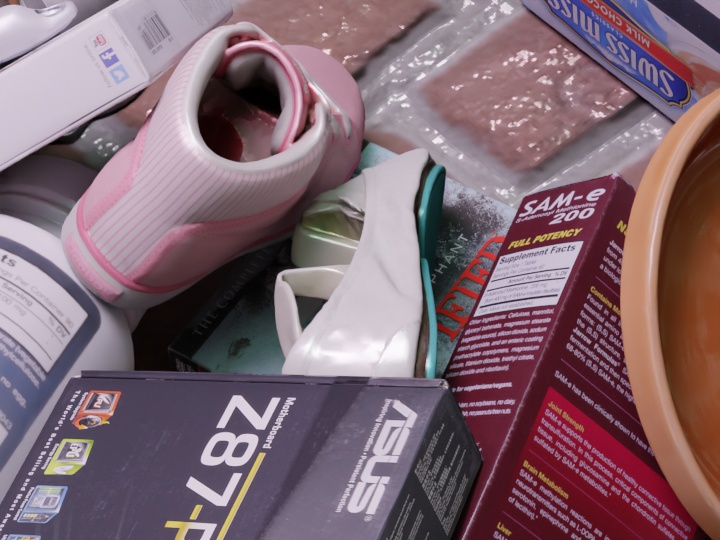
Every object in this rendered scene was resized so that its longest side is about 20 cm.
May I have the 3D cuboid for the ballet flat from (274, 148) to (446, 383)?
[{"bbox_3d":[0.000,0.000,0.846,0.069,0.070,0.200,-1,26,4],"label":"ballet flat"}]

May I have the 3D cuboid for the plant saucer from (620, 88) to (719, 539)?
[{"bbox_3d":[0.173,0.022,0.827,0.032,0.200,0.200,-10,38,52],"label":"plant saucer"}]

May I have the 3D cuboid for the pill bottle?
[{"bbox_3d":[-0.160,0.047,0.854,0.119,0.120,0.200,13,41,15],"label":"pill bottle"}]

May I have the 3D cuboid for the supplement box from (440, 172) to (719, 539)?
[{"bbox_3d":[0.078,0.076,0.803,0.061,0.109,0.200,-10,47,53],"label":"supplement box"}]

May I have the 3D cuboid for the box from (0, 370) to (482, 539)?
[{"bbox_3d":[-0.065,0.122,0.716,0.161,0.049,0.200,1,46,29],"label":"box"}]

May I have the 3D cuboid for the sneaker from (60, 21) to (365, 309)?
[{"bbox_3d":[-0.035,-0.062,0.881,0.075,0.105,0.200,45,38,3],"label":"sneaker"}]

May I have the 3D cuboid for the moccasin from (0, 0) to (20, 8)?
[{"bbox_3d":[-0.242,-0.079,0.950,0.201,0.074,0.078,-17,10,29],"label":"moccasin"}]

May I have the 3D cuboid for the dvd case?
[{"bbox_3d":[0.038,0.030,0.917,0.200,0.022,0.146,26,60,24],"label":"dvd case"}]

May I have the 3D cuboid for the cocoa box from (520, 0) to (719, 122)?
[{"bbox_3d":[0.181,-0.148,0.969,0.133,0.131,0.200,-35,58,-19],"label":"cocoa box"}]

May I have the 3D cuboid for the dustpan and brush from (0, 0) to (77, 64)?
[{"bbox_3d":[-0.208,-0.071,0.831,0.200,0.057,0.140,-32,33,-6],"label":"dustpan and brush"}]

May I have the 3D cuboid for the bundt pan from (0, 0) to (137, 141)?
[{"bbox_3d":[-0.189,-0.152,1.043,0.202,0.076,0.202,-2,53,3],"label":"bundt pan"}]

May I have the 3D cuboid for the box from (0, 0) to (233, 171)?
[{"bbox_3d":[-0.158,-0.061,0.899,0.200,0.036,0.144,-27,11,18],"label":"box"}]
